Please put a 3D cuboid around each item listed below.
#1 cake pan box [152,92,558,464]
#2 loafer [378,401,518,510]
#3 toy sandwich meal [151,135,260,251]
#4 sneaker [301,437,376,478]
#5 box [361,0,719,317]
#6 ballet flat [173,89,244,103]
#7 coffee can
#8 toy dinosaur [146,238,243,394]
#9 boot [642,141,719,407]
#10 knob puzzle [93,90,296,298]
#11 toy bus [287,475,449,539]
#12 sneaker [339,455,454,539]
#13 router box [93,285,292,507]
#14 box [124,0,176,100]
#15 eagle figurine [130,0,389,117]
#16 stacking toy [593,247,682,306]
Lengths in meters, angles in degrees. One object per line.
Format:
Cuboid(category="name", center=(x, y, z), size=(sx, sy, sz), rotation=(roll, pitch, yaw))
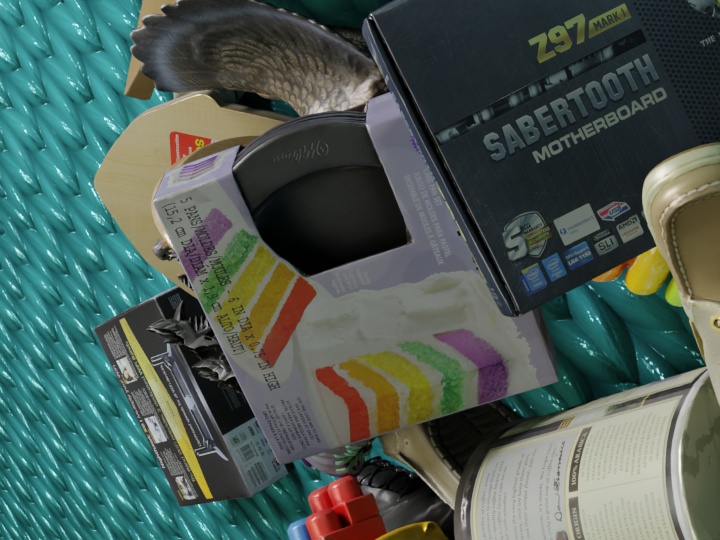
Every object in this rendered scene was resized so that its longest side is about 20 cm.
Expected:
Cuboid(category="cake pan box", center=(0.000, 0.000, 0.776), size=(0.052, 0.184, 0.200), rotation=(-88, -22, -65))
Cuboid(category="loafer", center=(0.057, 0.117, 0.963), size=(0.200, 0.076, 0.068), rotation=(48, 145, 35))
Cuboid(category="toy sandwich meal", center=(-0.044, -0.018, 0.901), size=(0.205, 0.205, 0.070), rotation=(38, 131, 31))
Cuboid(category="sneaker", center=(-0.004, 0.106, 0.938), size=(0.088, 0.074, 0.200), rotation=(58, 158, -12))
Cuboid(category="box", center=(0.122, -0.091, 0.634), size=(0.158, 0.200, 0.051), rotation=(64, 178, 0))
Cuboid(category="ballet flat", center=(-0.115, -0.134, 1.039), size=(0.062, 0.068, 0.200), rotation=(21, 138, 7))
Cuboid(category="coffee can", center=(0.168, 0.139, 0.763), size=(0.200, 0.146, 0.147), rotation=(-29, 89, 56))
Cuboid(category="toy dinosaur", center=(-0.081, 0.010, 0.969), size=(0.102, 0.136, 0.200), rotation=(41, 160, -34))
Cuboid(category="boot", center=(0.183, 0.054, 0.575), size=(0.072, 0.155, 0.200), rotation=(-17, 135, 23))
Cuboid(category="knob puzzle", center=(-0.113, -0.057, 1.049), size=(0.219, 0.030, 0.220), rotation=(11, 127, 15))
Cuboid(category="toy bus", center=(0.019, 0.233, 0.912), size=(0.200, 0.135, 0.193), rotation=(-29, 76, 50))
Cuboid(category="sneaker", center=(0.022, 0.188, 1.054), size=(0.200, 0.076, 0.091), rotation=(-34, 77, 53))
Cuboid(category="router box", center=(-0.161, 0.119, 1.257), size=(0.157, 0.052, 0.200), rotation=(-21, 96, 56))
Cuboid(category="box", center=(-0.111, -0.230, 0.900), size=(0.200, 0.021, 0.164), rotation=(137, 144, -54))
Cuboid(category="eagle figurine", center=(-0.027, -0.113, 0.843), size=(0.200, 0.151, 0.152), rotation=(44, 153, 13))
Cuboid(category="stacking toy", center=(0.182, -0.016, 0.700), size=(0.200, 0.110, 0.116), rotation=(33, 96, 12))
